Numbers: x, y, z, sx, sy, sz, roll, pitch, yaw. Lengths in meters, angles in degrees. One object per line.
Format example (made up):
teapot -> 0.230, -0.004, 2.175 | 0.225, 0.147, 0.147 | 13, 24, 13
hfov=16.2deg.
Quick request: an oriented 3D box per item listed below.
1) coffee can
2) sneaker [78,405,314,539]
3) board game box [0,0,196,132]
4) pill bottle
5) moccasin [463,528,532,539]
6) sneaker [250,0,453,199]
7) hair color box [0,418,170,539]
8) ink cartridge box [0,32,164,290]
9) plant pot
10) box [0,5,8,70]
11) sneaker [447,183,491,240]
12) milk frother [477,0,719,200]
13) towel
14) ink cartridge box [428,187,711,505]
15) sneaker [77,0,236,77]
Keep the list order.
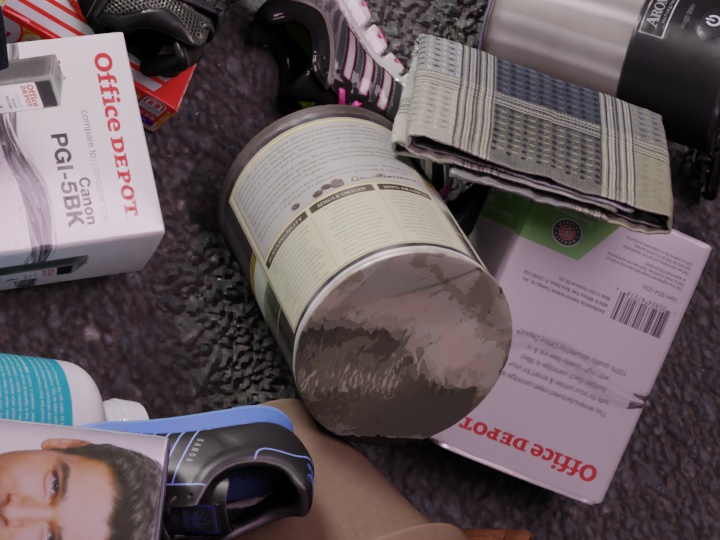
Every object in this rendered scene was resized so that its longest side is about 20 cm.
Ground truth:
coffee can -> 0.000, 0.000, 1.670 | 0.146, 0.147, 0.200 | 13, 25, -25
sneaker -> -0.125, 0.134, 1.519 | 0.199, 0.078, 0.070 | -13, 122, -10
board game box -> -0.194, -0.211, 1.755 | 0.200, 0.046, 0.152 | 29, 60, -17
pill bottle -> -0.234, 0.105, 1.575 | 0.199, 0.111, 0.111 | 8, 68, -26
moccasin -> 0.095, 0.273, 1.709 | 0.077, 0.074, 0.202 | -5, 61, 13
sneaker -> -0.011, -0.124, 1.812 | 0.087, 0.074, 0.200 | -28, 82, -34
hair color box -> -0.213, 0.135, 1.454 | 0.199, 0.061, 0.099 | 6, 82, -2
ink cartridge box -> -0.239, -0.066, 1.632 | 0.199, 0.083, 0.147 | -9, 76, -19
plant pot -> -0.039, 0.184, 1.630 | 0.200, 0.200, 0.175 | -17, 61, -33
box -> -0.341, -0.155, 1.578 | 0.159, 0.200, 0.046 | -26, 130, -34
sneaker -> 0.116, -0.032, 1.835 | 0.200, 0.072, 0.083 | -37, 106, -5
milk frother -> 0.199, -0.146, 1.913 | 0.188, 0.201, 0.181 | 19, 37, 15
towel -> 0.118, -0.090, 1.726 | 0.192, 0.035, 0.200 | 19, 25, -4
ink cartridge box -> 0.134, 0.043, 1.773 | 0.145, 0.084, 0.201 | 22, 93, -20
sneaker -> -0.100, -0.189, 1.729 | 0.199, 0.076, 0.115 | -10, 79, -29
